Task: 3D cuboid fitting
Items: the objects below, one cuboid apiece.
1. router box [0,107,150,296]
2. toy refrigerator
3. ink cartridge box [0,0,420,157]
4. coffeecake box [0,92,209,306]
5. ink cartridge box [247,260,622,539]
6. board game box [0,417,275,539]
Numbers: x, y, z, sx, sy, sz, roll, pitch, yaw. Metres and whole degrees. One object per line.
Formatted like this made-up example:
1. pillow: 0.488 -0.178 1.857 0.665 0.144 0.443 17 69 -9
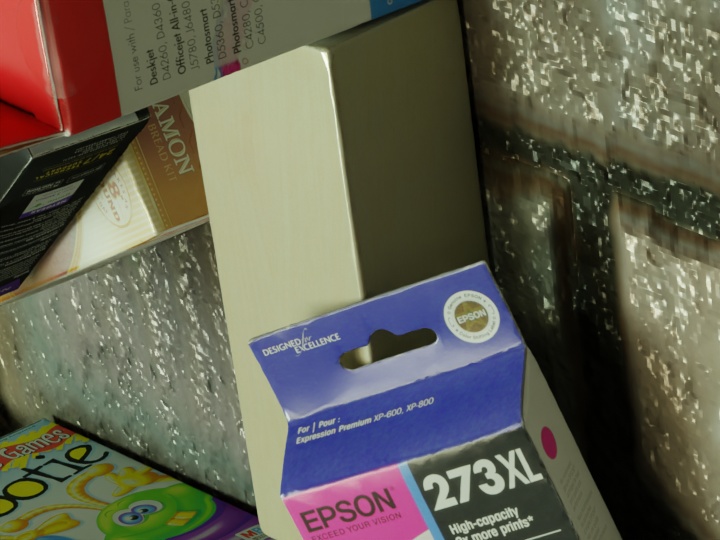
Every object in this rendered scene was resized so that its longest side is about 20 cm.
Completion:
1. router box: -0.166 -0.100 1.069 0.201 0.052 0.157 63 148 10
2. toy refrigerator: 0.000 0.000 1.012 0.076 0.070 0.201 16 124 43
3. ink cartridge box: -0.081 -0.104 0.936 0.116 0.199 0.068 23 128 48
4. coffeecake box: -0.123 -0.076 1.139 0.200 0.073 0.154 -20 92 58
5. ink cartridge box: 0.040 0.101 0.975 0.094 0.037 0.201 -19 106 26
6. board game box: -0.115 0.149 1.246 0.200 0.103 0.105 18 126 50
